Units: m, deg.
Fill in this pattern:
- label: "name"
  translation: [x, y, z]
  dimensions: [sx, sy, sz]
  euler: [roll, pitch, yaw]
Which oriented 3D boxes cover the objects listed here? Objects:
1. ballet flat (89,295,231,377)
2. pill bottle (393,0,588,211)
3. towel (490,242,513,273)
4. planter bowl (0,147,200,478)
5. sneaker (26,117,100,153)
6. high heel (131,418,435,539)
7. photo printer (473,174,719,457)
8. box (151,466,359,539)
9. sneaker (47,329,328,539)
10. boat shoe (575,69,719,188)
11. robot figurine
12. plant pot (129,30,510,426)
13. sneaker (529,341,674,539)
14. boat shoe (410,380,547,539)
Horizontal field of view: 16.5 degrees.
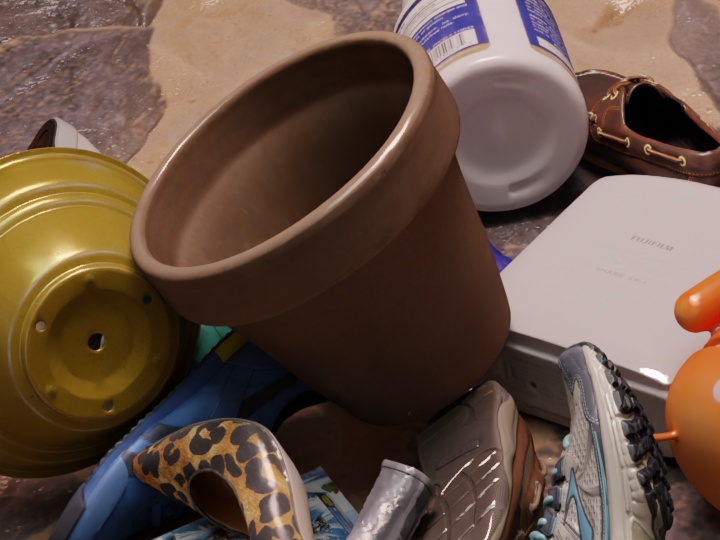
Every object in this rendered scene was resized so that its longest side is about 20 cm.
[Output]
- label: "ballet flat"
  translation: [-0.159, 0.031, 1.584]
  dimensions: [0.200, 0.067, 0.070]
  euler: [19, 61, 38]
- label: "pill bottle"
  translation: [0.083, -0.138, 1.703]
  dimensions: [0.120, 0.120, 0.200]
  euler: [-10, 32, 1]
- label: "towel"
  translation: [0.000, 0.000, 1.601]
  dimensions: [0.148, 0.050, 0.200]
  euler: [-30, 39, -15]
- label: "planter bowl"
  translation: [-0.166, 0.034, 1.433]
  dimensions: [0.200, 0.201, 0.083]
  euler: [-27, 23, -22]
- label: "sneaker"
  translation: [-0.193, -0.047, 1.715]
  dimensions: [0.073, 0.085, 0.200]
  euler: [-54, 22, 5]
- label: "high heel"
  translation: [-0.071, 0.154, 1.323]
  dimensions: [0.200, 0.071, 0.143]
  euler: [6, 53, 36]
- label: "photo printer"
  translation: [0.176, 0.017, 1.504]
  dimensions: [0.166, 0.070, 0.200]
  euler: [18, 44, 35]
- label: "box"
  translation: [-0.078, 0.194, 1.350]
  dimensions: [0.200, 0.040, 0.137]
  euler: [-22, 36, -16]
- label: "sneaker"
  translation: [-0.097, 0.112, 1.450]
  dimensions: [0.078, 0.066, 0.200]
  euler: [44, 69, 6]
- label: "boat shoe"
  translation: [0.194, -0.096, 1.659]
  dimensions: [0.070, 0.070, 0.200]
  euler: [-24, 36, -16]
- label: "robot figurine"
  translation: [0.252, 0.066, 1.372]
  dimensions: [0.200, 0.144, 0.117]
  euler: [-36, 27, -24]
- label: "plant pot"
  translation: [-0.003, -0.010, 1.415]
  dimensions: [0.200, 0.175, 0.200]
  euler: [-27, 32, 19]
- label: "sneaker"
  translation: [0.118, 0.134, 1.293]
  dimensions: [0.086, 0.078, 0.200]
  euler: [-16, 67, 15]
- label: "boat shoe"
  translation: [0.070, 0.137, 1.351]
  dimensions: [0.076, 0.072, 0.200]
  euler: [-29, 20, 25]
